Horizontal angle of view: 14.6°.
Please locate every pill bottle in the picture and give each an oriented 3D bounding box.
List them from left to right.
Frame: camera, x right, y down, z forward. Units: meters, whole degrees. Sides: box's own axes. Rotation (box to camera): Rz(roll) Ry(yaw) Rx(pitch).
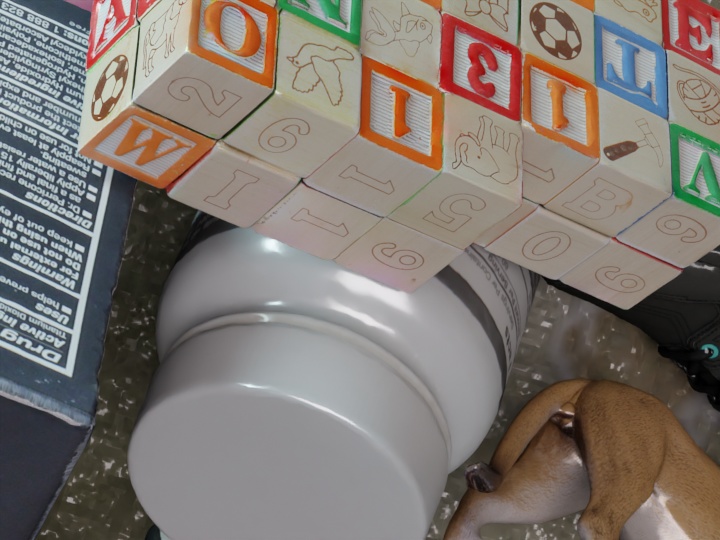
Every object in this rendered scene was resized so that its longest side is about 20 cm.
[{"bbox_3d":[0.000,0.000,0.913,0.114,0.114,0.200,31,47,-10],"label":"pill bottle"}]

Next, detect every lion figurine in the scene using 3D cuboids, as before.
[{"bbox_3d":[0.110,0.090,0.970,0.200,0.072,0.123,49,44,-28],"label":"lion figurine"}]

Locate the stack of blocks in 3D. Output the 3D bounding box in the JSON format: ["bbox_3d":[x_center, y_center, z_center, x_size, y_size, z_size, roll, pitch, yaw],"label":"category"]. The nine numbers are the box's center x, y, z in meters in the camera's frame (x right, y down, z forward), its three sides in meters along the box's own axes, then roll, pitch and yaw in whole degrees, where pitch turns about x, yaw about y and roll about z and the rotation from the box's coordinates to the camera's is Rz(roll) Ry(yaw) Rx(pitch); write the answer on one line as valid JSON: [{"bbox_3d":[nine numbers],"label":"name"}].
[{"bbox_3d":[0.020,-0.057,0.840,0.200,0.059,0.115,23,50,-28],"label":"stack of blocks"}]

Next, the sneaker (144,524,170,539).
[{"bbox_3d":[-0.012,0.147,0.996,0.115,0.081,0.200,-33,105,9],"label":"sneaker"}]

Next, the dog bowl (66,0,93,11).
[{"bbox_3d":[-0.124,-0.135,0.953,0.200,0.074,0.200,-1,94,-8],"label":"dog bowl"}]

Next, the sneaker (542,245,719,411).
[{"bbox_3d":[0.153,0.033,1.008,0.200,0.075,0.079,18,93,-9],"label":"sneaker"}]

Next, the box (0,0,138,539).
[{"bbox_3d":[-0.175,-0.010,0.788,0.200,0.198,0.123,24,120,-12],"label":"box"}]
